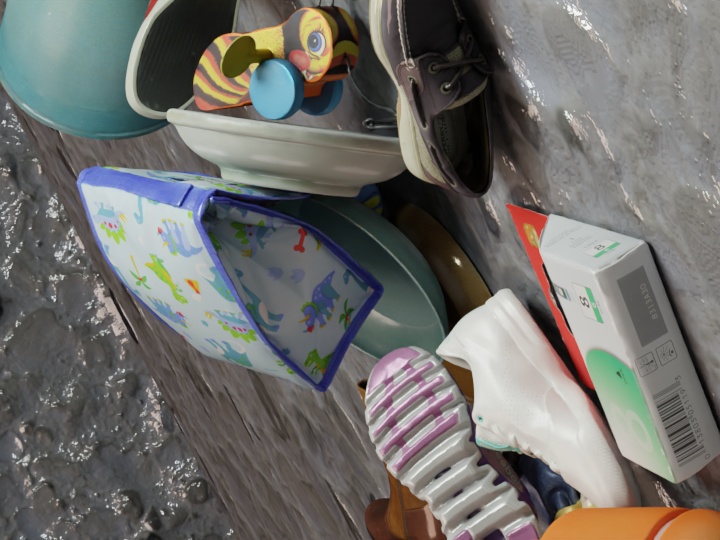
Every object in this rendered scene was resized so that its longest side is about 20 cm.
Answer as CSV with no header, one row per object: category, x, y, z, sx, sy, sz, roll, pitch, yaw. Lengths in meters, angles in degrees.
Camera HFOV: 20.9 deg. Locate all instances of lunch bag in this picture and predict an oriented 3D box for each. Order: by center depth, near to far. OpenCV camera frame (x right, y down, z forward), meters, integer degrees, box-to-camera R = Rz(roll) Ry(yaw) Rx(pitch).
lunch bag,-0.110,-0.012,1.527,0.170,0.127,0.200,12,158,47

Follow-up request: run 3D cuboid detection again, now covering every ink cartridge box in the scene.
ink cartridge box,0.155,0.043,1.327,0.200,0.050,0.161,21,138,65

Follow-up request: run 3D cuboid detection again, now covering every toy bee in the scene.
toy bee,-0.040,-0.171,1.510,0.131,0.200,0.109,-29,-58,-72

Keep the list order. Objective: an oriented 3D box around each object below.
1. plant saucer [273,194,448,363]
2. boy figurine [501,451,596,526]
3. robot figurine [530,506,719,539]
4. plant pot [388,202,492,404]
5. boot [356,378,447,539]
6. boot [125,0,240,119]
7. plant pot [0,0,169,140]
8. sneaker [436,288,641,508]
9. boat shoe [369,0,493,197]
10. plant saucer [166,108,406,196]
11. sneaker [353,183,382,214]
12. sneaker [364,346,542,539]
plant saucer,0.000,0.000,1.592,0.200,0.036,0.200,33,154,18
boy figurine,0.184,0.207,1.501,0.200,0.064,0.124,50,162,33
robot figurine,0.194,0.217,1.315,0.200,0.117,0.144,-8,127,46
plant pot,0.071,0.038,1.635,0.200,0.027,0.200,55,165,23
boot,0.030,0.205,2.003,0.188,0.068,0.200,27,143,65
boot,-0.150,-0.222,1.629,0.072,0.200,0.144,23,179,-21
plant pot,-0.235,-0.259,1.821,0.200,0.200,0.188,54,148,25
sneaker,0.129,0.114,1.434,0.200,0.088,0.075,57,-175,27
boat shoe,0.056,-0.131,1.300,0.065,0.072,0.200,32,147,37
plant saucer,-0.050,-0.087,1.488,0.200,0.200,0.050,-161,77,-69
sneaker,-0.016,-0.052,1.686,0.200,0.071,0.083,105,163,-64
sneaker,0.076,0.150,1.504,0.200,0.080,0.088,58,-165,10
